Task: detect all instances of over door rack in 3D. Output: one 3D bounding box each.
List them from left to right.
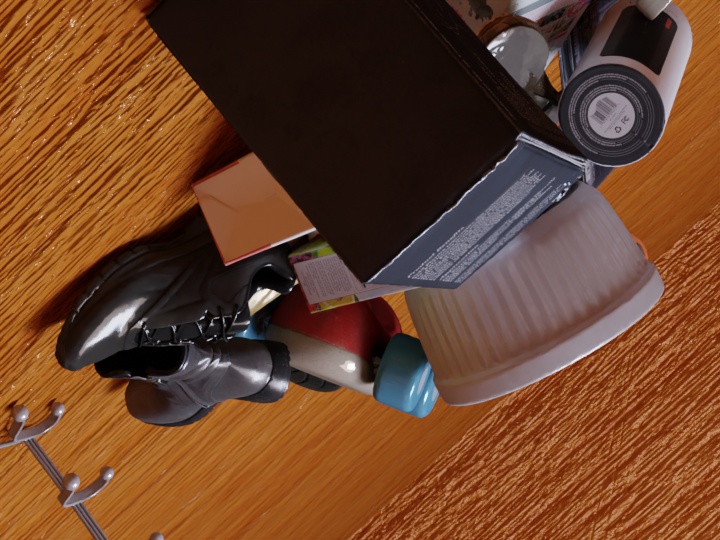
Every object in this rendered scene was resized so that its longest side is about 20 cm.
[{"bbox_3d":[-0.249,0.182,1.303,0.067,0.148,0.200,-46,167,30],"label":"over door rack"}]

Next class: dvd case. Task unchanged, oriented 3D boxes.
[{"bbox_3d":[0.210,-0.163,1.489,0.016,0.150,0.200,1,-158,25],"label":"dvd case"}]

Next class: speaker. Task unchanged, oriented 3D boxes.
[{"bbox_3d":[0.208,-0.151,1.340,0.081,0.081,0.200,-48,-177,29],"label":"speaker"}]

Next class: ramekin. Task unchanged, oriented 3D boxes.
[{"bbox_3d":[0.129,0.012,1.366,0.199,0.106,0.200,-28,-173,3],"label":"ramekin"}]

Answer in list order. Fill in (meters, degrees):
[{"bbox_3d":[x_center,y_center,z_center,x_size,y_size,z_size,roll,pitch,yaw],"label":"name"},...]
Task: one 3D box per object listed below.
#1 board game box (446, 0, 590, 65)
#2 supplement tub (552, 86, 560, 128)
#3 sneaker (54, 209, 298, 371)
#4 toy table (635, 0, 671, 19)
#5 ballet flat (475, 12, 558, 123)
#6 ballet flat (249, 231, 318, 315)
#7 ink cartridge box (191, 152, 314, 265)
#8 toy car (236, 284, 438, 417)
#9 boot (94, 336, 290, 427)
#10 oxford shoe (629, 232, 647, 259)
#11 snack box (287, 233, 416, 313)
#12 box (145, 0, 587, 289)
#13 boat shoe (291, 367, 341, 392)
[{"bbox_3d":[0.115,-0.206,1.269,0.147,0.064,0.200,-29,161,-39],"label":"board game box"},{"bbox_3d":[0.123,-0.102,1.497,0.122,0.123,0.200,-40,167,-4],"label":"supplement tub"},{"bbox_3d":[-0.129,0.020,1.249,0.199,0.091,0.076,-34,168,-23],"label":"sneaker"},{"bbox_3d":[0.290,-0.281,1.328,0.201,0.183,0.117,-61,175,34],"label":"toy table"},{"bbox_3d":[0.106,-0.142,1.240,0.067,0.047,0.200,-33,162,7],"label":"ballet flat"},{"bbox_3d":[-0.055,-0.025,1.377,0.200,0.069,0.063,-40,153,-11],"label":"ballet flat"},{"bbox_3d":[-0.006,-0.077,1.234,0.199,0.068,0.116,-25,-177,-41],"label":"ink cartridge box"},{"bbox_3d":[0.000,0.000,1.485,0.177,0.183,0.201,38,72,-77],"label":"toy car"},{"bbox_3d":[-0.163,0.077,1.391,0.131,0.070,0.199,13,157,-41],"label":"boot"},{"bbox_3d":[0.154,-0.013,1.512,0.198,0.072,0.073,3,-178,-17],"label":"oxford shoe"},{"bbox_3d":[0.056,-0.039,1.310,0.141,0.053,0.200,-13,-165,33],"label":"snack box"},{"bbox_3d":[0.011,-0.101,1.004,0.124,0.200,0.196,-42,167,11],"label":"box"},{"bbox_3d":[-0.030,0.064,1.711,0.200,0.075,0.074,-39,-155,62],"label":"boat shoe"}]
